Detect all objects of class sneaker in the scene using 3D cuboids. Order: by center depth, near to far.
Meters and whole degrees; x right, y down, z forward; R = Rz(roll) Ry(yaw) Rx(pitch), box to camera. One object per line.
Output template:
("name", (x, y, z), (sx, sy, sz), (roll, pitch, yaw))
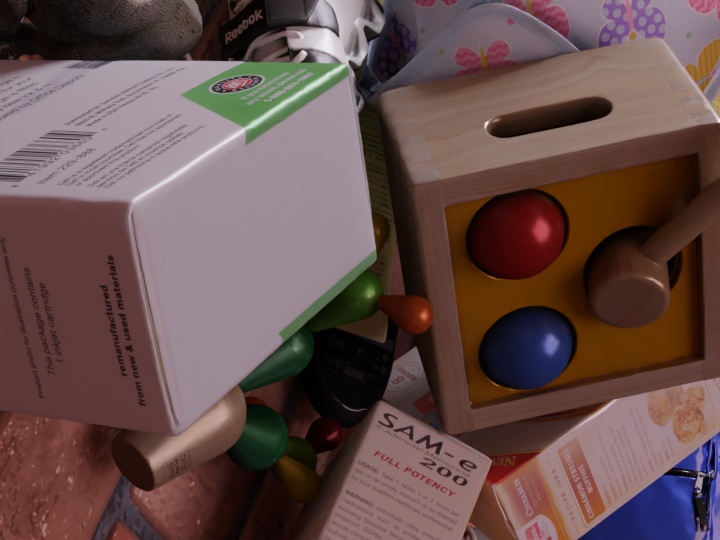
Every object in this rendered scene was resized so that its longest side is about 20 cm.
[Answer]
("sneaker", (-0.043, -0.119, 0.836), (0.089, 0.074, 0.200), (56, 22, -25))

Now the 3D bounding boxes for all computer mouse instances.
("computer mouse", (0.000, 0.000, 0.969), (0.059, 0.034, 0.200), (27, 60, -26))

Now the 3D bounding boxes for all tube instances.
("tube", (-0.002, -0.064, 0.942), (0.052, 0.058, 0.200), (53, 45, -70))

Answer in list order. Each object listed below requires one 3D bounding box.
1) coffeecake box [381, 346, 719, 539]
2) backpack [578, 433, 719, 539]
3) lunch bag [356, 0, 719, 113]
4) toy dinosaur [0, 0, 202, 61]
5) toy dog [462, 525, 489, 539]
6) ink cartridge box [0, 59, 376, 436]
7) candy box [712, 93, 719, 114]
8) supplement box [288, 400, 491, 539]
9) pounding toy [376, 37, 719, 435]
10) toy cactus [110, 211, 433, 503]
("coffeecake box", (0.126, 0.065, 0.969), (0.200, 0.153, 0.073), (-34, 121, -15))
("backpack", (0.222, 0.147, 1.200), (0.168, 0.162, 0.200), (54, 40, -66))
("lunch bag", (0.115, -0.132, 0.921), (0.169, 0.127, 0.200), (36, 91, -28))
("toy dinosaur", (-0.115, -0.115, 0.693), (0.200, 0.102, 0.077), (49, 51, -48))
("toy dog", (0.098, 0.196, 1.074), (0.200, 0.096, 0.132), (38, 59, -54))
("ink cartridge box", (-0.116, -0.019, 0.602), (0.146, 0.200, 0.084), (-41, 129, -51))
("candy box", (0.213, -0.150, 1.232), (0.056, 0.116, 0.201), (7, 85, -62))
("supplement box", (-0.013, 0.185, 0.850), (0.200, 0.073, 0.126), (-64, -176, -34))
("pounding toy", (0.124, -0.023, 0.831), (0.142, 0.199, 0.184), (-106, -175, -56))
("toy cactus", (-0.048, 0.057, 0.811), (0.165, 0.102, 0.200), (-38, 155, -35))
